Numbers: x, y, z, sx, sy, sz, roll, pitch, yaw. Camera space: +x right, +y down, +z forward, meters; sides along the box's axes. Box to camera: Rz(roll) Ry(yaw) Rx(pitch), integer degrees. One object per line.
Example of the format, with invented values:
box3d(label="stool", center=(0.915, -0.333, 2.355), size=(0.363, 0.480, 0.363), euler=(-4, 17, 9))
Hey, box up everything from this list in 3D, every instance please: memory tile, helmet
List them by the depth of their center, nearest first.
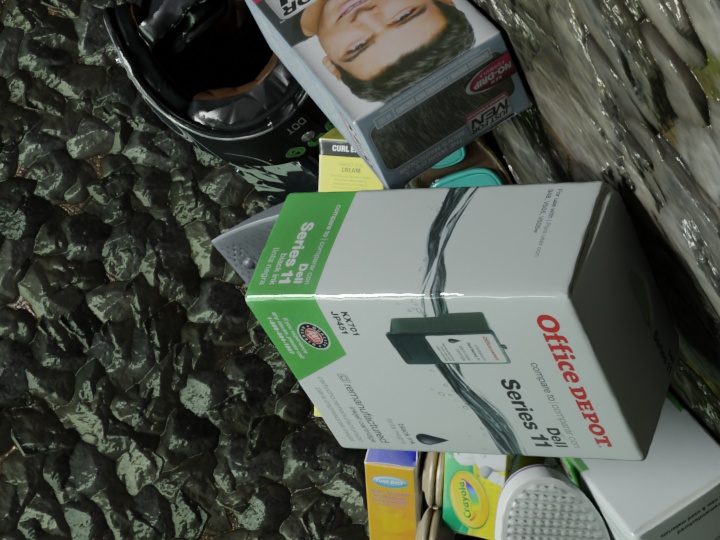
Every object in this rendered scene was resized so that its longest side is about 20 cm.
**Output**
box3d(label="memory tile", center=(0.060, 0.116, 1.242), size=(0.153, 0.017, 0.201), euler=(37, -121, -80))
box3d(label="helmet", center=(-0.080, -0.175, 1.300), size=(0.201, 0.199, 0.191), euler=(57, -167, -1))

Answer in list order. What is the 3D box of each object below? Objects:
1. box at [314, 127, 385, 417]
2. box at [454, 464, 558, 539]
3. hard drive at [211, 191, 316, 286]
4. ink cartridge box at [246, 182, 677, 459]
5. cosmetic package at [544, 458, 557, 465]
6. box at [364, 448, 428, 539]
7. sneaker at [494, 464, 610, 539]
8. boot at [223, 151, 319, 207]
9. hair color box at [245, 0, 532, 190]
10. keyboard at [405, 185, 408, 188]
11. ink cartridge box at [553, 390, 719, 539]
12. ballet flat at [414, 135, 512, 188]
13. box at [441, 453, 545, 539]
box3d(label="box", center=(0.000, 0.000, 1.253), size=(0.075, 0.050, 0.201), euler=(-49, -39, -70))
box3d(label="box", center=(0.156, 0.214, 1.422), size=(0.104, 0.182, 0.200), euler=(60, 176, 1))
box3d(label="hard drive", center=(-0.018, -0.004, 1.385), size=(0.135, 0.042, 0.200), euler=(50, 147, -20))
box3d(label="ink cartridge box", center=(0.060, 0.030, 0.993), size=(0.199, 0.083, 0.147), euler=(-1, 138, 30))
box3d(label="cosmetic package", center=(0.125, 0.098, 1.377), size=(0.200, 0.105, 0.072), euler=(-153, 72, -81))
box3d(label="box", center=(0.034, 0.140, 1.267), size=(0.201, 0.041, 0.119), euler=(84, -164, -45))
box3d(label="sneaker", center=(0.127, 0.187, 1.187), size=(0.114, 0.072, 0.201), euler=(-114, 0, -56))
box3d(label="boot", center=(-0.018, -0.108, 1.461), size=(0.200, 0.168, 0.076), euler=(44, 136, -8))
box3d(label="hair color box", center=(0.009, -0.139, 1.068), size=(0.200, 0.099, 0.061), euler=(53, 174, 49))
box3d(label="keyboard", center=(0.015, -0.105, 1.393), size=(0.056, 0.011, 0.201), euler=(103, 155, -64))
box3d(label="ink cartridge box", center=(0.209, 0.176, 1.176), size=(0.200, 0.083, 0.147), euler=(62, 174, -36))
box3d(label="ballet flat", center=(0.063, -0.085, 1.225), size=(0.200, 0.070, 0.066), euler=(65, -161, -44))
box3d(label="box", center=(0.094, 0.086, 1.183), size=(0.117, 0.048, 0.201), euler=(-49, -36, -56))
